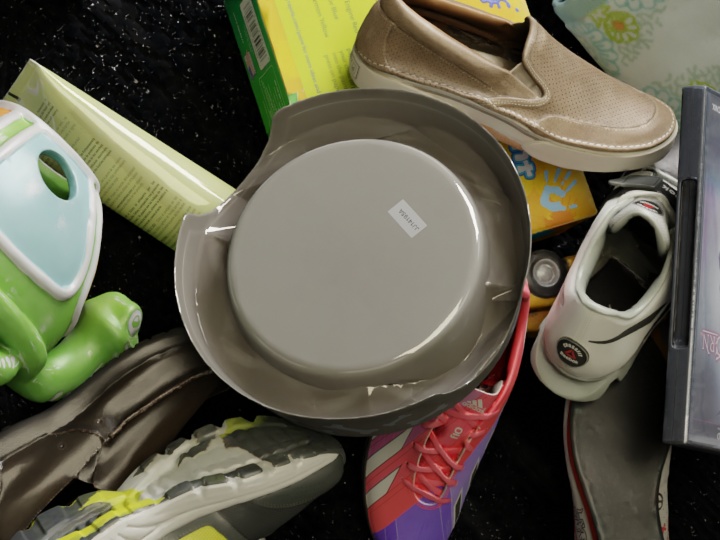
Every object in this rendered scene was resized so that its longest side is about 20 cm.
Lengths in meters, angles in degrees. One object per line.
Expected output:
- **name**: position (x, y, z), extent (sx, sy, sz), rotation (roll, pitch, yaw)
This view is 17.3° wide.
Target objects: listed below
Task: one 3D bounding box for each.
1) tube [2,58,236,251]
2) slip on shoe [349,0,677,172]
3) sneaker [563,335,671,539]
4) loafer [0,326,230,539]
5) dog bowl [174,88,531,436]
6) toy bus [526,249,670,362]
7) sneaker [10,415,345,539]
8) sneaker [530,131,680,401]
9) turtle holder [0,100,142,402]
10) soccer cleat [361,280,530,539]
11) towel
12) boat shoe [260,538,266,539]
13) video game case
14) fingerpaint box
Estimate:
- **tube**: position (-0.121, -0.051, 1.379), extent (0.199, 0.052, 0.058), rotation (32, 101, -11)
- **slip on shoe**: position (0.095, -0.114, 1.364), extent (0.199, 0.061, 0.076), rotation (17, 38, -7)
- **sneaker**: position (0.146, 0.141, 1.397), extent (0.067, 0.108, 0.203), rotation (-2, 73, -11)
- **loafer**: position (-0.142, 0.102, 1.338), extent (0.199, 0.073, 0.072), rotation (-32, 75, -9)
- **dog bowl**: position (0.000, 0.000, 1.301), extent (0.198, 0.059, 0.201), rotation (-4, 64, 9)
- **toy bus**: position (0.169, 0.021, 1.447), extent (0.199, 0.065, 0.079), rotation (-8, 83, -17)
- **sneaker**: position (-0.097, 0.147, 1.292), extent (0.199, 0.074, 0.085), rotation (-23, 116, -11)
- **sneaker**: position (0.169, -0.019, 1.367), extent (0.074, 0.089, 0.201), rotation (26, 54, 7)
- **turtle holder**: position (-0.198, -0.008, 1.310), extent (0.185, 0.141, 0.132), rotation (38, 71, -4)
- **soccer cleat**: position (0.051, 0.083, 1.366), extent (0.068, 0.073, 0.201), rotation (12, 103, -20)
- **towel**: position (0.242, -0.155, 1.434), extent (0.171, 0.200, 0.048), rotation (48, 30, -14)
- **boat shoe**: position (-0.060, 0.196, 1.345), extent (0.072, 0.068, 0.201), rotation (-24, 86, -18)
- **video game case**: position (0.215, 0.006, 1.370), extent (0.143, 0.019, 0.202), rotation (16, 76, -58)
- **fingerpaint box**: position (0.029, -0.099, 1.426), extent (0.166, 0.073, 0.201), rotation (-18, 85, -17)
